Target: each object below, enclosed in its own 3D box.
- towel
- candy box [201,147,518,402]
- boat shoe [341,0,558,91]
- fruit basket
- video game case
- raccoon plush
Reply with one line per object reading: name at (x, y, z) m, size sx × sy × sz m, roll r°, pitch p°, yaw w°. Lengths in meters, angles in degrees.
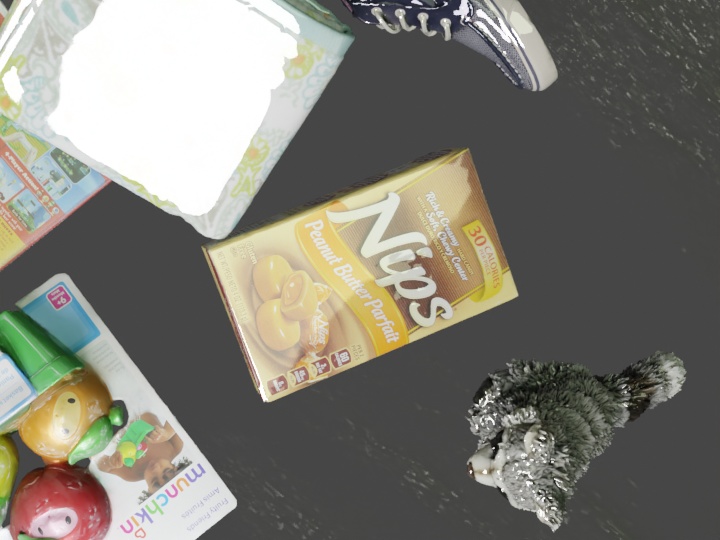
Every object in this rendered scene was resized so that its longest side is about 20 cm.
towel at (-0.129, -0.137, 0.763) m, size 0.199 × 0.048 × 0.171 m, roll 31°, pitch 114°, yaw -12°
candy box at (0.000, 0.000, 0.846) m, size 0.199 × 0.055 × 0.116 m, roll -22°, pitch 101°, yaw -9°
boat shoe at (0.046, -0.187, 0.834) m, size 0.093 × 0.075 × 0.200 m, roll -40°, pitch 95°, yaw 1°
fruit basket at (-0.213, 0.133, 0.781) m, size 0.185 × 0.094 × 0.200 m, roll -37°, pitch 83°, yaw -6°
video game case at (-0.276, -0.065, 0.796) m, size 0.200 × 0.017 × 0.143 m, roll -40°, pitch 103°, yaw -6°
raccoon plush at (0.164, 0.104, 0.854) m, size 0.199 × 0.134 × 0.097 m, roll -31°, pitch 101°, yaw -8°
